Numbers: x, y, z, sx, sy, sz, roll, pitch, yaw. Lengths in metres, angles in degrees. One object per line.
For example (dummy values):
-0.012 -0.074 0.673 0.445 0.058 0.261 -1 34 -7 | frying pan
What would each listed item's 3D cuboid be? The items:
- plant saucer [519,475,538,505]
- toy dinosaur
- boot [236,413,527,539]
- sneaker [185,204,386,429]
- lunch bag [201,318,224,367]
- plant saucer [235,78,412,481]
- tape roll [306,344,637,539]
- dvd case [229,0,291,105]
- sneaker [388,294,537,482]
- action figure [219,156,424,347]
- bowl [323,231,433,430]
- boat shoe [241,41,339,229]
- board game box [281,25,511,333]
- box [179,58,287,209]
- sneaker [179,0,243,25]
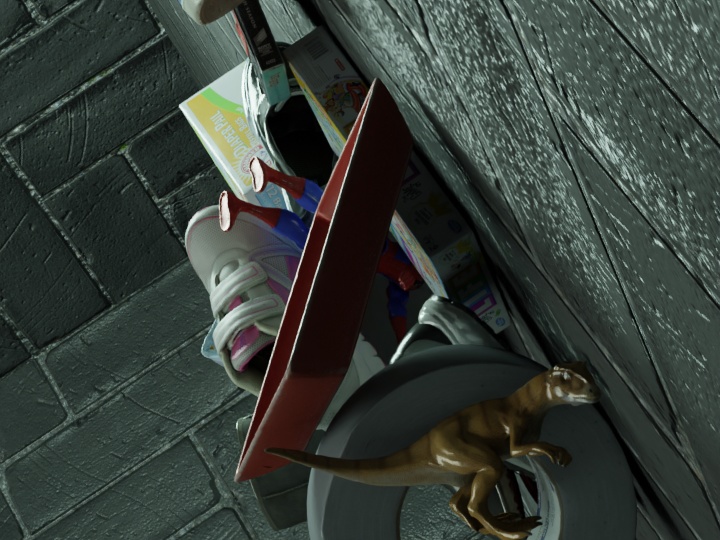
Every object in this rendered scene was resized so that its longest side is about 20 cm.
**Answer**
0.156 0.169 1.932 0.200 0.037 0.200 55 177 44 | plant saucer
0.058 0.111 1.497 0.107 0.199 0.060 65 -166 -7 | toy dinosaur
0.019 0.169 2.013 0.073 0.199 0.183 -32 -80 -86 | boot
-0.065 0.033 1.784 0.200 0.082 0.088 50 -149 21 | sneaker
-0.004 0.069 2.105 0.199 0.128 0.169 9 166 31 | lunch bag
-0.019 0.014 1.536 0.036 0.201 0.200 19 155 -4 | plant saucer
0.068 0.150 1.561 0.201 0.200 0.066 57 176 -10 | tape roll
-0.096 -0.220 1.762 0.146 0.022 0.201 83 163 -85 | dvd case
0.097 0.105 1.644 0.200 0.079 0.074 43 174 -14 | sneaker
0.000 0.000 1.772 0.199 0.065 0.099 20 -140 -32 | action figure
0.006 0.065 1.903 0.201 0.090 0.202 42 -141 -46 | bowl
-0.041 -0.109 1.862 0.071 0.071 0.201 88 164 -49 | boat shoe
0.025 -0.056 1.701 0.200 0.034 0.135 55 177 32 | board game box
-0.057 -0.088 2.064 0.113 0.101 0.200 58 177 -32 | box
-0.113 -0.238 1.598 0.111 0.077 0.200 50 171 13 | sneaker
